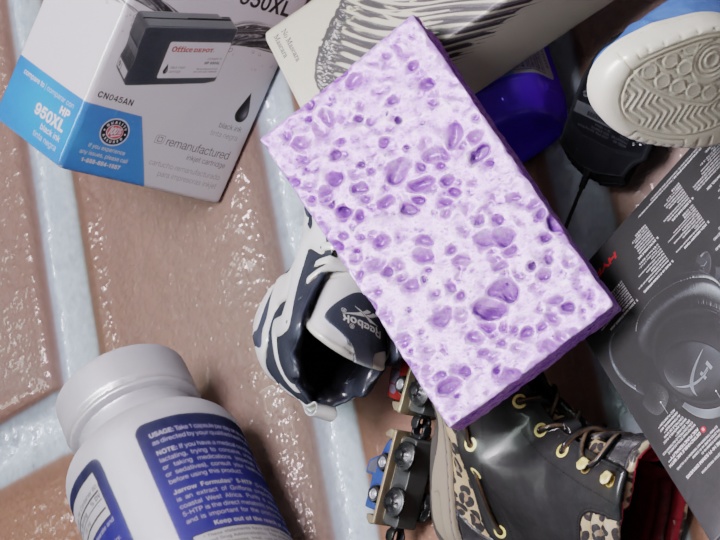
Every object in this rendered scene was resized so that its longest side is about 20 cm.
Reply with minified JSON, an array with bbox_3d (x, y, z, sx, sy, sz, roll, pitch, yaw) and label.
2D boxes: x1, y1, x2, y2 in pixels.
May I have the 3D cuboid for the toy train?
[{"bbox_3d":[0.037,0.062,1.600,0.046,0.034,0.201,13,90,49],"label":"toy train"}]

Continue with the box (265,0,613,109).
[{"bbox_3d":[0.052,-0.149,1.521,0.200,0.068,0.082,-35,59,12],"label":"box"}]

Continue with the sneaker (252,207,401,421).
[{"bbox_3d":[0.000,0.000,1.590,0.200,0.079,0.130,-61,25,18],"label":"sneaker"}]

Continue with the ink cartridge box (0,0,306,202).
[{"bbox_3d":[-0.125,-0.159,1.733,0.084,0.144,0.200,36,107,42],"label":"ink cartridge box"}]

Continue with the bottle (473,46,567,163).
[{"bbox_3d":[0.060,-0.156,1.602,0.083,0.065,0.201,-32,59,29],"label":"bottle"}]

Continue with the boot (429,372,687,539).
[{"bbox_3d":[0.105,0.081,1.473,0.150,0.073,0.201,19,115,43],"label":"boot"}]

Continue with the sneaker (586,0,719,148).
[{"bbox_3d":[0.185,-0.131,1.394,0.111,0.199,0.077,47,148,46],"label":"sneaker"}]

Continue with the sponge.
[{"bbox_3d":[0.041,-0.027,1.448,0.111,0.030,0.200,-37,73,10],"label":"sponge"}]

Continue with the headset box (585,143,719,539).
[{"bbox_3d":[0.213,0.039,1.396,0.149,0.077,0.200,-50,51,26],"label":"headset box"}]

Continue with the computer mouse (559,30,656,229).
[{"bbox_3d":[0.132,-0.044,1.536,0.059,0.034,0.201,31,109,27],"label":"computer mouse"}]

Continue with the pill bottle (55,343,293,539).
[{"bbox_3d":[-0.116,0.149,1.674,0.120,0.119,0.200,-47,52,27],"label":"pill bottle"}]
